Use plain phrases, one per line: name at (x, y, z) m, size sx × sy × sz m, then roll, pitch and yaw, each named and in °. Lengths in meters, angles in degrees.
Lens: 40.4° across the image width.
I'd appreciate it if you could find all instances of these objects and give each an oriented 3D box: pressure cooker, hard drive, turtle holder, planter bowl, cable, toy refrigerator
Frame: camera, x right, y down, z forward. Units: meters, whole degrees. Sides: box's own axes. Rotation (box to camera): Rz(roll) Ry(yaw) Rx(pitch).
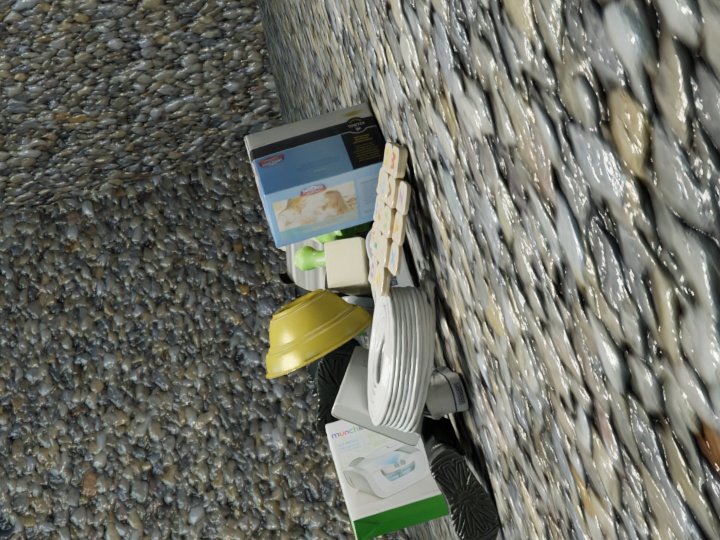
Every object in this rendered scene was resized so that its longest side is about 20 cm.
pressure cooker at (-0.052, -0.031, 1.835) m, size 0.179 × 0.175 × 0.201 m, roll -56°, pitch -29°, yaw -55°
hard drive at (0.036, 0.187, 1.490) m, size 0.200 × 0.131 × 0.026 m, roll -66°, pitch -3°, yaw -68°
turtle holder at (-0.061, -0.104, 1.671) m, size 0.141 × 0.131 × 0.187 m, roll -49°, pitch -38°, yaw -49°
planter bowl at (-0.081, 0.085, 1.546) m, size 0.084 × 0.199 × 0.200 m, roll 61°, pitch 176°, yaw -5°
cable at (0.054, 0.121, 1.357) m, size 0.201 × 0.069 × 0.201 m, roll 104°, pitch 169°, yaw -46°
toy refrigerator at (0.000, 0.000, 1.631) m, size 0.200 × 0.069 × 0.077 m, roll 20°, pitch -118°, yaw -72°

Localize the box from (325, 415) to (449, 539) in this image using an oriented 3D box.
box at (0.062, 0.317, 1.587) m, size 0.097 × 0.198 × 0.177 m, roll 82°, pitch 172°, yaw -54°

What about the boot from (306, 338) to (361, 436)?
boot at (-0.049, 0.167, 1.731) m, size 0.168 × 0.076 × 0.201 m, roll -102°, pitch 20°, yaw -61°

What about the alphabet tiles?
alphabet tiles at (0.036, -0.071, 1.327) m, size 0.196 × 0.014 × 0.202 m, roll -122°, pitch 37°, yaw -74°

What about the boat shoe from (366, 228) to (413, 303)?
boat shoe at (0.054, 0.029, 1.517) m, size 0.065 × 0.073 × 0.202 m, roll 23°, pitch -119°, yaw -85°

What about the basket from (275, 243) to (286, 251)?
basket at (-0.089, -0.135, 1.964) m, size 0.139 × 0.199 × 0.178 m, roll 17°, pitch 127°, yaw 55°

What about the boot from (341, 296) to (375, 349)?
boot at (0.018, 0.098, 1.635) m, size 0.199 × 0.073 × 0.096 m, roll -1°, pitch 76°, yaw 58°

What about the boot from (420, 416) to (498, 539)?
boot at (0.136, 0.299, 1.443) m, size 0.200 × 0.065 × 0.166 m, roll -124°, pitch 11°, yaw -79°

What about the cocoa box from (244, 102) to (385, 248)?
cocoa box at (-0.059, -0.145, 1.498) m, size 0.134 × 0.198 × 0.132 m, roll 82°, pitch 170°, yaw -54°

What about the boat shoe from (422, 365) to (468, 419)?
boat shoe at (0.107, 0.179, 1.418) m, size 0.200 × 0.065 × 0.074 m, roll 101°, pitch 153°, yaw -80°

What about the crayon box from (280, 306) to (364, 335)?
crayon box at (-0.057, 0.092, 1.842) m, size 0.200 × 0.118 × 0.059 m, roll -3°, pitch 90°, yaw 62°
